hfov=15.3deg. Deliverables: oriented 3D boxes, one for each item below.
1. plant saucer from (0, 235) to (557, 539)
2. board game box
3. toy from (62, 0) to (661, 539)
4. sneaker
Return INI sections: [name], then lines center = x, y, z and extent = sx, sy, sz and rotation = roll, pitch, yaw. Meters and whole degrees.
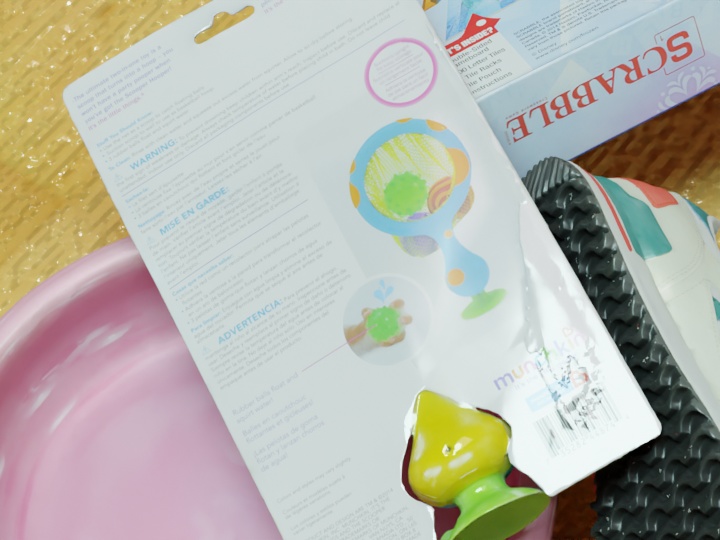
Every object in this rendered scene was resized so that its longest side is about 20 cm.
[plant saucer]
center = -0.037, 0.075, 0.849
extent = 0.199, 0.051, 0.202
rotation = -2, 54, 3
[board game box]
center = 0.088, -0.128, 0.938
extent = 0.199, 0.041, 0.200
rotation = -26, 36, -6
[toy]
center = 0.000, 0.000, 0.834
extent = 0.115, 0.047, 0.201
rotation = -30, 64, 4
[sneaker]
center = 0.112, 0.052, 0.823
extent = 0.093, 0.070, 0.201
rotation = 5, 50, -36
